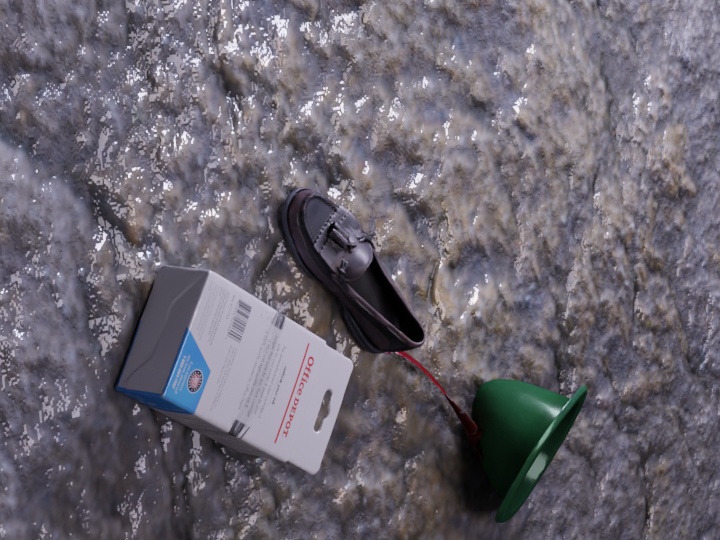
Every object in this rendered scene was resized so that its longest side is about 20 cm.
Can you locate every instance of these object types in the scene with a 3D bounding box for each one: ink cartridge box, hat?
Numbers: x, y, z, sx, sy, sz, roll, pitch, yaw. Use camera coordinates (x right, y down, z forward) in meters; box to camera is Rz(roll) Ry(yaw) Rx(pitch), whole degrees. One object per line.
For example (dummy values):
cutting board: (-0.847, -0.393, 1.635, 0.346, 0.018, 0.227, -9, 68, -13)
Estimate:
ink cartridge box: (-0.104, 0.090, 1.390, 0.200, 0.068, 0.117, 35, 68, -42)
hat: (0.123, 0.141, 1.677, 0.166, 0.175, 0.201, -46, 162, -37)

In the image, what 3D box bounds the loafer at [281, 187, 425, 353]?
loafer: (0.000, 0.000, 1.499, 0.072, 0.063, 0.200, -55, 129, -29)
